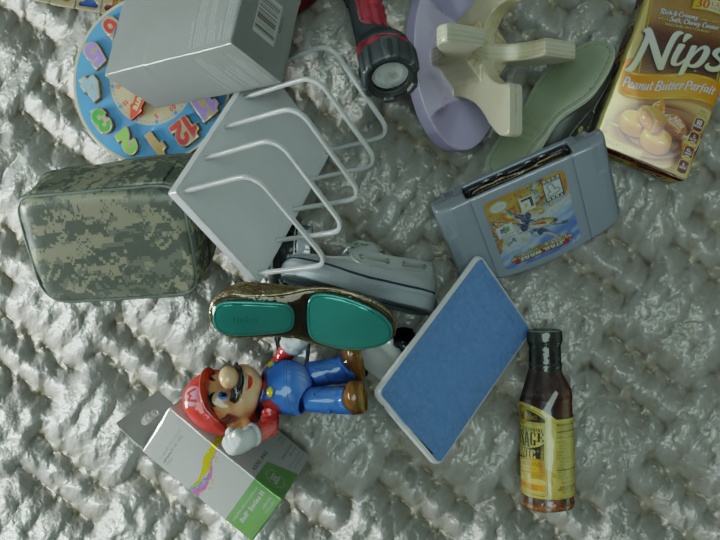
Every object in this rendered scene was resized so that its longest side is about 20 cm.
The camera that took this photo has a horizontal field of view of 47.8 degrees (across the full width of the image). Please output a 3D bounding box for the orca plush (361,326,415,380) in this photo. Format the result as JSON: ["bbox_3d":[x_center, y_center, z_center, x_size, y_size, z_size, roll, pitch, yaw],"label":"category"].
[{"bbox_3d":[0.059,0.096,0.940,0.198,0.105,0.072,34,56,-5],"label":"orca plush"}]

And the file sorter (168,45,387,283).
[{"bbox_3d":[-0.073,-0.114,0.848,0.139,0.123,0.202,49,50,-33],"label":"file sorter"}]

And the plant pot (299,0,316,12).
[{"bbox_3d":[-0.117,-0.398,0.888,0.195,0.182,0.206,0,90,1],"label":"plant pot"}]

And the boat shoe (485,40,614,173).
[{"bbox_3d":[0.222,-0.171,0.930,0.202,0.060,0.072,-49,48,-1],"label":"boat shoe"}]

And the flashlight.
[{"bbox_3d":[0.018,-0.279,0.889,0.066,0.068,0.204,-7,58,-2],"label":"flashlight"}]

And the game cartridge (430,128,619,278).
[{"bbox_3d":[0.188,-0.063,0.906,0.196,0.042,0.134,-23,127,8],"label":"game cartridge"}]

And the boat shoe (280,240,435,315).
[{"bbox_3d":[0.000,0.000,0.920,0.197,0.073,0.068,16,74,-33],"label":"boat shoe"}]

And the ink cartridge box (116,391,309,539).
[{"bbox_3d":[-0.165,0.195,0.927,0.199,0.117,0.068,38,107,2],"label":"ink cartridge box"}]

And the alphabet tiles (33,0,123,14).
[{"bbox_3d":[-0.333,-0.402,0.987,0.195,0.006,0.171,11,91,3],"label":"alphabet tiles"}]

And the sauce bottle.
[{"bbox_3d":[0.213,0.170,0.934,0.064,0.066,0.205,-2,89,4],"label":"sauce bottle"}]

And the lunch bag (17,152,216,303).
[{"bbox_3d":[-0.252,-0.062,0.910,0.195,0.169,0.142,-5,119,6],"label":"lunch bag"}]

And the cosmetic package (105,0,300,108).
[{"bbox_3d":[-0.170,-0.247,0.857,0.197,0.090,0.109,0,72,38],"label":"cosmetic package"}]

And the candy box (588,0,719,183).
[{"bbox_3d":[0.345,-0.216,0.921,0.113,0.055,0.204,20,93,2],"label":"candy box"}]

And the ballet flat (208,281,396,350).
[{"bbox_3d":[-0.059,0.040,0.854,0.195,0.066,0.072,7,112,-2],"label":"ballet flat"}]

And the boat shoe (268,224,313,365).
[{"bbox_3d":[-0.091,0.048,0.944,0.066,0.074,0.205,1,91,0],"label":"boat shoe"}]

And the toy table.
[{"bbox_3d":[0.129,-0.238,0.878,0.181,0.116,0.205,-16,99,-31],"label":"toy table"}]

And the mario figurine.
[{"bbox_3d":[-0.094,0.120,0.855,0.195,0.124,0.109,-10,104,2],"label":"mario figurine"}]

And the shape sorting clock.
[{"bbox_3d":[-0.249,-0.228,0.968,0.195,0.039,0.205,0,92,3],"label":"shape sorting clock"}]

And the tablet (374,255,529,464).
[{"bbox_3d":[0.107,0.099,0.903,0.201,0.014,0.131,-51,119,-20],"label":"tablet"}]
